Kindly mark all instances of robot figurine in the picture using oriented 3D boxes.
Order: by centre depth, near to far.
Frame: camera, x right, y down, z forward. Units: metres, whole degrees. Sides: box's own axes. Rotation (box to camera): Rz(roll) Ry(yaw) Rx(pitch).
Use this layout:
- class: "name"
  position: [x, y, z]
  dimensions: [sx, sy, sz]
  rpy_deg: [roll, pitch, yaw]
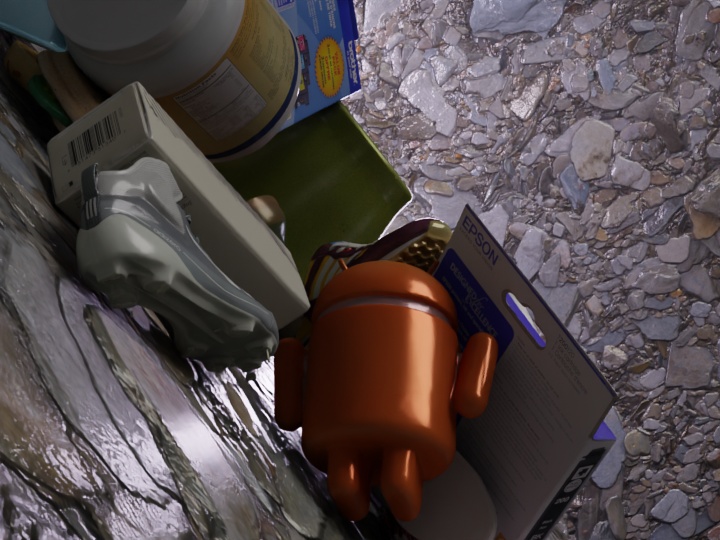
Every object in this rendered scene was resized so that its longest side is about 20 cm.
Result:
- class: "robot figurine"
  position: [0.018, 0.080, 1.024]
  dimensions: [0.116, 0.143, 0.202]
  rpy_deg: [25, 54, -34]

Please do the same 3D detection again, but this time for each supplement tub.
- class: "supplement tub"
  position: [-0.138, -0.180, 1.058]
  dimensions: [0.145, 0.144, 0.200]
  rpy_deg: [52, 3, 24]

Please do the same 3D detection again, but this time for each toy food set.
- class: "toy food set"
  position: [-0.187, -0.087, 1.060]
  dimensions: [0.200, 0.048, 0.198]
  rpy_deg: [50, 3, -39]

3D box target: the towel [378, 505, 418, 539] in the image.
- class: "towel"
  position: [0.086, 0.242, 1.045]
  dimensions: [0.143, 0.023, 0.200]
  rpy_deg: [29, 7, -11]

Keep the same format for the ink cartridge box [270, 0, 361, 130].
- class: "ink cartridge box"
  position: [-0.069, -0.212, 1.269]
  dimensions: [0.200, 0.075, 0.138]
  rpy_deg: [-38, 124, -55]

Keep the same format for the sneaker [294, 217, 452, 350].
- class: "sneaker"
  position: [0.000, 0.000, 1.155]
  dimensions: [0.074, 0.200, 0.091]
  rpy_deg: [13, 49, -36]

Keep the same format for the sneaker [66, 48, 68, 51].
- class: "sneaker"
  position: [-0.207, -0.144, 1.217]
  dimensions: [0.082, 0.072, 0.201]
  rpy_deg: [26, -25, 36]

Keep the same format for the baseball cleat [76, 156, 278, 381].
- class: "baseball cleat"
  position: [-0.108, -0.006, 0.869]
  dimensions: [0.200, 0.069, 0.108]
  rpy_deg: [47, 31, -60]

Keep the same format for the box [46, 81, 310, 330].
- class: "box"
  position: [-0.121, -0.028, 0.954]
  dimensions: [0.200, 0.082, 0.069]
  rpy_deg: [51, 11, -43]

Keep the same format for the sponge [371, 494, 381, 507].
- class: "sponge"
  position: [0.040, 0.206, 1.219]
  dimensions: [0.201, 0.030, 0.112]
  rpy_deg: [54, 4, 24]

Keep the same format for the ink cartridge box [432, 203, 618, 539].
- class: "ink cartridge box"
  position: [0.107, 0.085, 1.061]
  dimensions: [0.043, 0.201, 0.199]
  rpy_deg: [-10, 51, -36]

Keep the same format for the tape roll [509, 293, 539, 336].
- class: "tape roll"
  position: [0.075, 0.091, 1.168]
  dimensions: [0.037, 0.204, 0.203]
  rpy_deg: [-10, 50, -39]

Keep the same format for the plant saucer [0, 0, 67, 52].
- class: "plant saucer"
  position: [-0.267, -0.214, 1.034]
  dimensions: [0.019, 0.071, 0.200]
  rpy_deg: [14, 1, 16]

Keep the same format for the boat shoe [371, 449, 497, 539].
- class: "boat shoe"
  position: [0.031, 0.157, 1.090]
  dimensions: [0.199, 0.072, 0.069]
  rpy_deg: [28, -8, 30]

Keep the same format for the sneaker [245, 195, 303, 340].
- class: "sneaker"
  position: [-0.074, 0.013, 1.111]
  dimensions: [0.090, 0.067, 0.200]
  rpy_deg: [58, -14, 11]

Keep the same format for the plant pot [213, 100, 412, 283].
- class: "plant pot"
  position: [-0.059, -0.063, 1.361]
  dimensions: [0.201, 0.192, 0.200]
  rpy_deg: [50, 3, -3]
